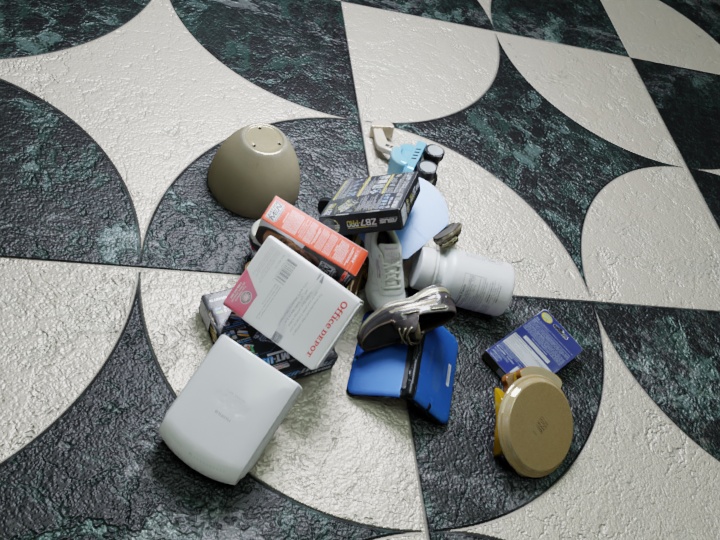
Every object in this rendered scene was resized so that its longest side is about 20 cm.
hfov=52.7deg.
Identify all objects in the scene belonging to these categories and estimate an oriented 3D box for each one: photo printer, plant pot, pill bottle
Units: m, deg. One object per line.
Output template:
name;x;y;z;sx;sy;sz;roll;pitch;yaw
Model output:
photo printer;-0.215;0.230;1.175;0.166;0.070;0.201;33;74;5
plant pot;-0.212;-0.228;1.524;0.198;0.135;0.202;10;51;-13
pill bottle;0.207;0.017;1.502;0.198;0.115;0.115;15;50;-9

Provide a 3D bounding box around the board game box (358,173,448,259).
board game box;0.085;-0.105;1.515;0.200;0.039;0.158;-40;71;-17

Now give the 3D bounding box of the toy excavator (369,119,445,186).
toy excavator;0.095;-0.269;1.705;0.198;0.100;0.195;20;48;7

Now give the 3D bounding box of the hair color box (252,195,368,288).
hair color box;-0.094;-0.044;1.348;0.199;0.102;0.062;31;61;-2

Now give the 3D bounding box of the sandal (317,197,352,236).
sandal;-0.001;-0.105;1.551;0.199;0.075;0.048;26;50;-12

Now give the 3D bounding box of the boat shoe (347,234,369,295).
boat shoe;0.000;0.000;1.466;0.067;0.072;0.201;19;50;-7

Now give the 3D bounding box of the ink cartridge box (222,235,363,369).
ink cartridge box;-0.114;0.058;1.268;0.199;0.083;0.147;35;90;7

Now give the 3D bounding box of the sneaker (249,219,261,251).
sneaker;-0.127;-0.039;1.442;0.198;0.085;0.075;23;61;-9

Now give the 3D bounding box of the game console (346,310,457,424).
game console;0.086;0.183;1.393;0.171;0.118;0.201;42;43;-28

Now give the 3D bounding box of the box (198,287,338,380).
box;-0.169;0.113;1.332;0.199;0.050;0.199;-14;61;-30

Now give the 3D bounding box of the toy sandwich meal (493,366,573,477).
toy sandwich meal;0.315;0.281;1.359;0.203;0.070;0.207;5;81;-29

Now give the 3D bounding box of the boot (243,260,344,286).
boot;-0.118;0.017;1.349;0.198;0.076;0.074;23;48;-4

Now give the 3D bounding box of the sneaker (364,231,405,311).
sneaker;0.046;-0.001;1.398;0.074;0.100;0.202;-8;78;-12

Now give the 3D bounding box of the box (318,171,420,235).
box;0.022;-0.132;1.413;0.160;0.050;0.200;-3;27;16

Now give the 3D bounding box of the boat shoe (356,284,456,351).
boat shoe;0.088;0.096;1.345;0.199;0.075;0.073;-29;43;-5

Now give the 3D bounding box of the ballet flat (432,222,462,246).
ballet flat;0.190;-0.071;1.549;0.067;0.200;0.047;-24;93;8

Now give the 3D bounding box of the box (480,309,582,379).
box;0.355;0.170;1.491;0.199;0.033;0.121;-28;67;-32
